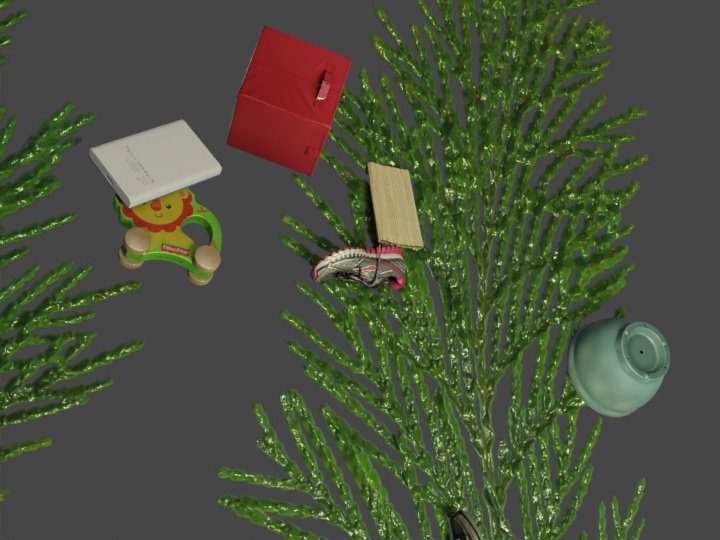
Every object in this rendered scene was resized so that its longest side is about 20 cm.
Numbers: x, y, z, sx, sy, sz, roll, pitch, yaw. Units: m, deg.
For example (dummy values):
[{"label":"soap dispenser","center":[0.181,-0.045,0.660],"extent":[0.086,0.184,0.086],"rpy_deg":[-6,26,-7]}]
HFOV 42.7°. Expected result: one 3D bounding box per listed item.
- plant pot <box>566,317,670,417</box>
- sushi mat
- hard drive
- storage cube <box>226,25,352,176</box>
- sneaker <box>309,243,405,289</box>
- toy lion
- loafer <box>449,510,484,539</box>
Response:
[{"label":"plant pot","center":[0.536,0.180,1.862],"extent":[0.197,0.134,0.203],"rpy_deg":[9,65,-20]},{"label":"sushi mat","center":[0.067,-0.130,1.828],"extent":[0.094,0.012,0.202],"rpy_deg":[8,52,-22]},{"label":"hard drive","center":[-0.365,-0.194,1.652],"extent":[0.199,0.025,0.132],"rpy_deg":[-27,69,-39]},{"label":"storage cube","center":[-0.137,-0.315,1.740],"extent":[0.177,0.200,0.173],"rpy_deg":[20,62,-7]},{"label":"sneaker","center":[0.000,0.000,1.732],"extent":[0.197,0.081,0.076],"rpy_deg":[-6,73,-26]},{"label":"toy lion","center":[-0.341,-0.089,1.635],"extent":[0.197,0.069,0.194],"rpy_deg":[15,56,-18]},{"label":"loafer","center":[0.199,0.523,1.609],"extent":[0.062,0.072,0.202],"rpy_deg":[-21,80,-23]}]
